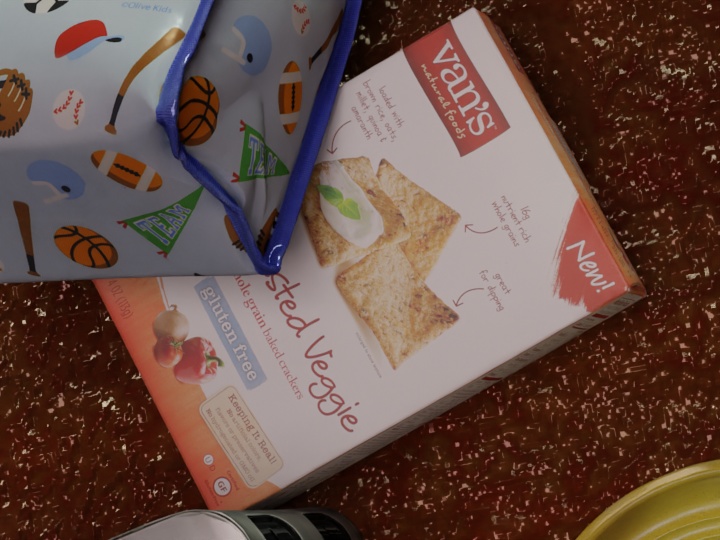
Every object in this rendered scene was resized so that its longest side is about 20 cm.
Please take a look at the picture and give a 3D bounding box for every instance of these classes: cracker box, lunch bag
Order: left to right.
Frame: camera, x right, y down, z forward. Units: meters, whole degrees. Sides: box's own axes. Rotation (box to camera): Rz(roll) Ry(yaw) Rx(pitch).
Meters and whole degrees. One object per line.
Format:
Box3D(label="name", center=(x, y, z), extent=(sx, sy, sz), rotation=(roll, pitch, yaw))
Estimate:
Box3D(label="lunch bag", center=(-0.097, -0.105, 0.935), extent=(0.170, 0.124, 0.200), rotation=(0, 52, 27))
Box3D(label="cracker box", center=(0.000, 0.000, 0.959), extent=(0.200, 0.058, 0.134), rotation=(-31, 80, 10))

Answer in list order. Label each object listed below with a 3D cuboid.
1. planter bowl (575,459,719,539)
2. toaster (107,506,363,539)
Box3D(label="planter bowl", center=(0.153, 0.175, 0.897), extent=(0.200, 0.083, 0.201), rotation=(-1, 87, 15))
Box3D(label="toaster", center=(-0.081, 0.172, 0.911), extent=(0.199, 0.181, 0.119), rotation=(-23, 79, 11))
